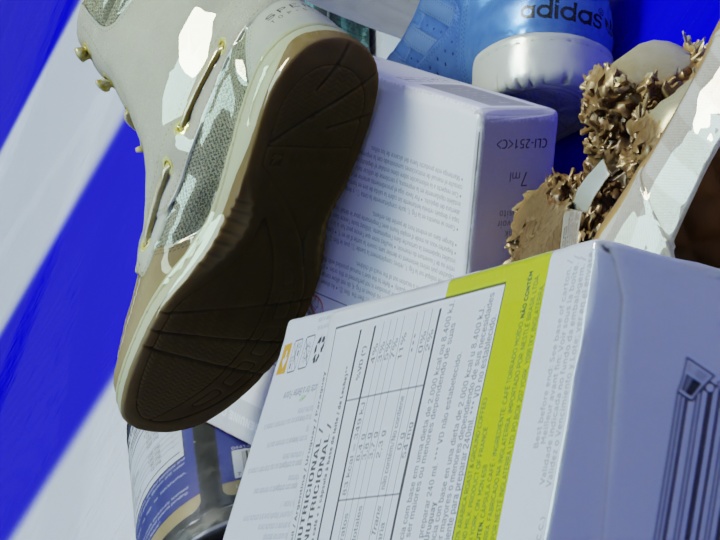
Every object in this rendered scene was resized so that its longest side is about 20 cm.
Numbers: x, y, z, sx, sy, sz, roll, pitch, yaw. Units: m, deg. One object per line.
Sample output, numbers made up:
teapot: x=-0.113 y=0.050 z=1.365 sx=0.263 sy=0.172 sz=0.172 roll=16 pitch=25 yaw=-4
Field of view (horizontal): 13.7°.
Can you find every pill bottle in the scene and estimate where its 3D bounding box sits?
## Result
pill bottle: x=-0.052 y=0.096 z=1.400 sx=0.200 sy=0.112 sz=0.112 roll=-101 pitch=32 yaw=-56

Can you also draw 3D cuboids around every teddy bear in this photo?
teddy bear: x=0.094 y=0.003 z=1.132 sx=0.145 sy=0.067 sz=0.200 roll=9 pitch=77 yaw=63

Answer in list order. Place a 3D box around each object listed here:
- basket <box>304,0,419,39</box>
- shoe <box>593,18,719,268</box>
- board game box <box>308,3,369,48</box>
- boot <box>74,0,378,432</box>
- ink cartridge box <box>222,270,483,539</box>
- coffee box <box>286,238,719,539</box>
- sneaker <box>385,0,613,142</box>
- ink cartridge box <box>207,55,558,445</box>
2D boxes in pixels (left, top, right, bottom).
basket: x=-0.030 y=-0.213 z=1.463 sx=0.123 sy=0.200 sz=0.136 roll=-63 pitch=20 yaw=20
shoe: x=0.122 y=-0.015 z=1.022 sx=0.053 sy=0.070 sz=0.200 roll=-121 pitch=51 yaw=-78
board game box: x=-0.031 y=-0.101 z=1.648 sx=0.135 sy=0.028 sz=0.200 roll=121 pitch=157 yaw=-43
boot: x=-0.077 y=-0.047 z=1.287 sx=0.155 sy=0.072 sz=0.200 roll=48 pitch=123 yaw=44
ink cartridge box: x=-0.008 y=0.106 z=0.957 sx=0.198 sy=0.043 sz=0.200 roll=-15 pitch=55 yaw=71
coffee box: x=0.093 y=0.118 z=0.780 sx=0.198 sy=0.200 sz=0.200 roll=161 pitch=121 yaw=-70
sneaker: x=0.047 y=-0.102 z=1.317 sx=0.200 sy=0.077 sz=0.111 roll=149 pitch=129 yaw=-60
ink cartridge box: x=0.000 y=0.000 z=1.275 sx=0.200 sy=0.045 sz=0.176 roll=23 pitch=110 yaw=54
